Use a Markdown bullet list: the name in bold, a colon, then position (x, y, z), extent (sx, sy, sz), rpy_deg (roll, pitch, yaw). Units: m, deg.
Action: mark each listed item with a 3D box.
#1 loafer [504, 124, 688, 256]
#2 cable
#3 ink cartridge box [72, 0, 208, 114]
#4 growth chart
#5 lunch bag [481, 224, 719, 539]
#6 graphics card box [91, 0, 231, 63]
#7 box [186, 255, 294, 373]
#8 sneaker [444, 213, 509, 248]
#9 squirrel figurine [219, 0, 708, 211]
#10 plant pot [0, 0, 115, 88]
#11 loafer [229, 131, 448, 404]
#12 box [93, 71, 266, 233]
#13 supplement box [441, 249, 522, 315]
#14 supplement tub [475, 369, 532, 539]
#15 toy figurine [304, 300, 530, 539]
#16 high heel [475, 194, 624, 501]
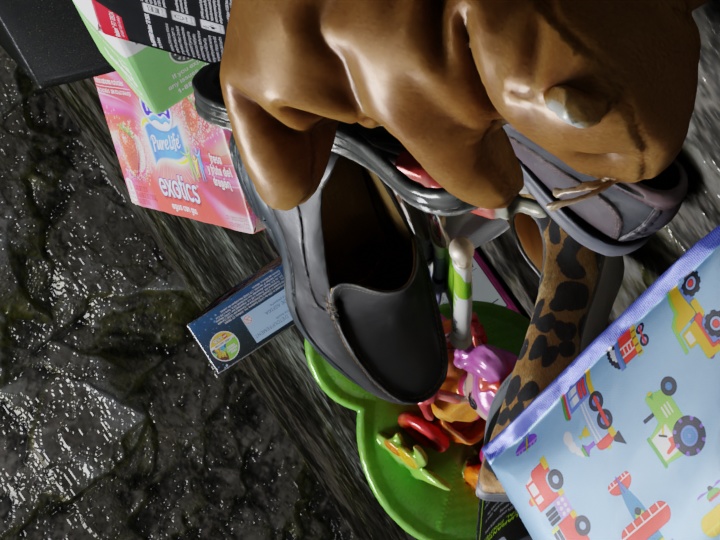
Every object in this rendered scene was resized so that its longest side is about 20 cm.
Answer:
- **loafer**: position (0.069, -0.092, 1.261), extent (0.200, 0.072, 0.063), rpy_deg (43, 155, -3)
- **cable**: position (0.005, -0.056, 1.337), extent (0.199, 0.097, 0.051), rpy_deg (5, 130, 23)
- **ink cartridge box**: position (-0.101, -0.207, 1.484), extent (0.084, 0.145, 0.200), rpy_deg (49, 170, 46)
- **growth chart**: position (0.009, -0.048, 1.509), extent (0.200, 0.018, 0.145), rpy_deg (54, 167, 27)
- **lunch bag**: position (0.161, 0.080, 1.200), extent (0.151, 0.094, 0.200), rpy_deg (60, 142, 20)
- **graphics card box**: position (-0.034, -0.132, 1.376), extent (0.199, 0.051, 0.126), rpy_deg (17, 164, 7)
- **box**: position (-0.036, 0.004, 1.819), extent (0.038, 0.136, 0.200), rpy_deg (56, -175, -2)
- **sneaker**: position (0.037, -0.057, 1.578), extent (0.099, 0.071, 0.200), rpy_deg (58, 168, 7)
- **squirrel figurine**: position (0.040, -0.111, 1.077), extent (0.186, 0.141, 0.201), rpy_deg (22, 143, 44)
- **plant pot**: position (-0.172, -0.231, 1.690), extent (0.200, 0.177, 0.200), rpy_deg (46, 166, 45)
- **loafer**: position (0.000, 0.000, 1.440), extent (0.072, 0.073, 0.200), rpy_deg (31, 158, 50)
- **box**: position (-0.073, -0.091, 1.699), extent (0.200, 0.102, 0.095), rpy_deg (16, 125, 64)
- **supplement box**: position (0.072, 0.083, 1.780), extent (0.200, 0.103, 0.101), rpy_deg (56, 171, 8)
- **supplement tub**: position (0.117, 0.138, 1.414), extent (0.123, 0.122, 0.200), rpy_deg (60, -157, -31)
- **toy figurine**: position (0.082, 0.073, 1.605), extent (0.200, 0.150, 0.184), rpy_deg (41, 163, -16)
- **high heel**: position (0.074, 0.022, 1.400), extent (0.200, 0.142, 0.072), rpy_deg (48, 169, 40)
